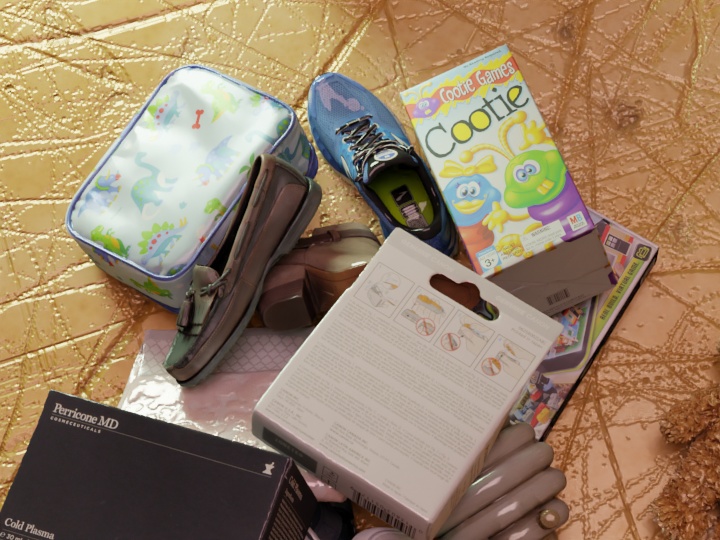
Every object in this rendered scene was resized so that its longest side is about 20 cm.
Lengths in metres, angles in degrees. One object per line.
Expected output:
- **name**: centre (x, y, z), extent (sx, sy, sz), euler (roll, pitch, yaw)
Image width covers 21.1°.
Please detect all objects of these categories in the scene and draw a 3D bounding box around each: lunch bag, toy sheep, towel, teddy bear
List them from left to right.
- **lunch bag**: centre (-0.146, -0.073, 1.652), extent (0.161, 0.082, 0.200), euler (25, 71, 30)
- **towel**: centre (-0.099, 0.112, 1.546), extent (0.199, 0.032, 0.191), euler (-1, 39, 10)
- **toy sheep**: centre (0.097, 0.170, 1.536), extent (0.138, 0.138, 0.200), euler (-27, 80, -7)
- **teddy bear**: centre (0.312, 0.143, 1.570), extent (0.145, 0.067, 0.200), euler (40, 77, 13)

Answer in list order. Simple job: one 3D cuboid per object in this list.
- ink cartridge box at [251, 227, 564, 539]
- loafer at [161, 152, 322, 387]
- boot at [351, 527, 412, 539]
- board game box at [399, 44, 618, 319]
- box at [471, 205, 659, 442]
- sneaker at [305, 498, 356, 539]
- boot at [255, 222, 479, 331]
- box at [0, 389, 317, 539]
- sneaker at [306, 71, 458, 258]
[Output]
- **ink cartridge box**: centre (0.037, 0.087, 1.479), extent (0.162, 0.057, 0.200), euler (31, 59, 13)
- **loafer**: centre (-0.109, -0.003, 1.559), extent (0.063, 0.072, 0.200), euler (38, 76, -27)
- **boot**: centre (0.086, 0.249, 1.472), extent (0.095, 0.200, 0.074), euler (-14, 52, 44)
- **board game box**: centre (0.121, -0.068, 1.604), extent (0.105, 0.103, 0.200), euler (-25, 57, 4)
- **box**: centre (0.156, 0.039, 1.632), extent (0.110, 0.035, 0.200), euler (30, 74, 13)
- **sneaker**: centre (-0.043, 0.170, 1.573), extent (0.079, 0.078, 0.200), euler (-35, 70, -3)
- **boot**: centre (0.000, 0.000, 1.602), extent (0.199, 0.146, 0.070), euler (-4, 112, 6)
- **box**: centre (-0.158, 0.208, 1.399), extent (0.199, 0.104, 0.183), euler (15, 70, 16)
- **sneaker**: centre (0.021, -0.096, 1.660), extent (0.078, 0.089, 0.200), euler (-32, 72, -10)
